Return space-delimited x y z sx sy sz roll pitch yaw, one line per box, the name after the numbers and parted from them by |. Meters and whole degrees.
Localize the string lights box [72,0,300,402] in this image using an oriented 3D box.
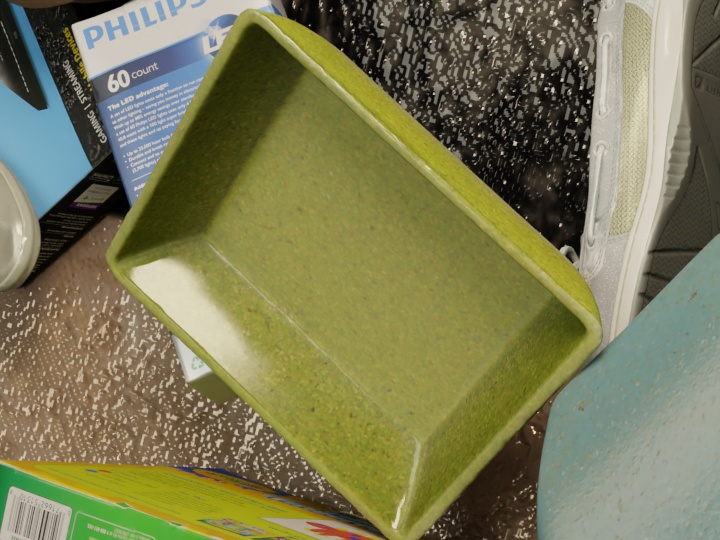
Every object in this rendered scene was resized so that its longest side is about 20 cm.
-0.064 -0.047 1.075 0.103 0.059 0.200 -21 72 6 | string lights box

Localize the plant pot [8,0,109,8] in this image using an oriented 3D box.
-0.116 -0.214 1.131 0.201 0.093 0.201 -26 48 32 | plant pot

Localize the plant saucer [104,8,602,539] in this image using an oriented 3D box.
0.000 0.000 0.943 0.200 0.048 0.200 43 139 6 | plant saucer

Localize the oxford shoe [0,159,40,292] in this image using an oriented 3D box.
-0.251 -0.054 1.186 0.200 0.058 0.075 42 109 29 | oxford shoe

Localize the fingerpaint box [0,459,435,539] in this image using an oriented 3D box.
-0.053 0.149 1.009 0.200 0.167 0.074 13 93 36 | fingerpaint box

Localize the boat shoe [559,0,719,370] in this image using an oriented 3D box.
0.128 -0.035 0.964 0.065 0.074 0.202 1 80 42 | boat shoe

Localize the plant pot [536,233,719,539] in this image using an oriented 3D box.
0.184 0.099 0.837 0.196 0.196 0.200 -48 47 21 | plant pot

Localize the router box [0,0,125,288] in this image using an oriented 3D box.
-0.200 -0.112 1.220 0.149 0.051 0.200 -40 64 25 | router box
